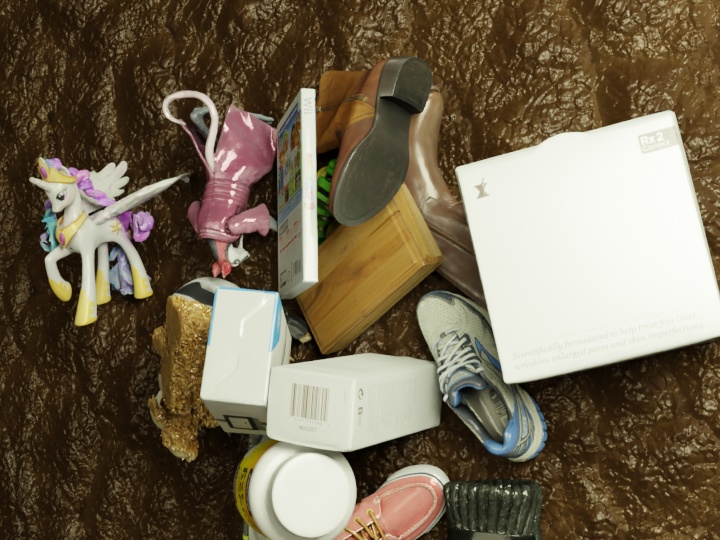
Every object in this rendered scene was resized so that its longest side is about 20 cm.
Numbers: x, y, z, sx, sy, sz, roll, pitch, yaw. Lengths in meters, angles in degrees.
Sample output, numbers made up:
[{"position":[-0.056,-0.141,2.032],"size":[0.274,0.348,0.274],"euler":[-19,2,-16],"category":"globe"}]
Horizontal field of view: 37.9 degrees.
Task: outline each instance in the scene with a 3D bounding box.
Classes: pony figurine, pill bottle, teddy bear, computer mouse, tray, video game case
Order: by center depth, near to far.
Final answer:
[{"position":[-0.068,0.226,1.073],"size":[0.200,0.108,0.111],"euler":[144,118,-74],"category":"pill bottle"},{"position":[0.000,0.000,1.132],"size":[0.200,0.037,0.099],"euler":[-44,66,44],"category":"tray"},{"position":[-0.070,-0.078,1.136],"size":[0.143,0.018,0.203],"euler":[150,120,-73],"category":"video game case"},{"position":[-0.195,0.123,1.203],"size":[0.145,0.066,0.203],"euler":[28,116,55],"category":"teddy bear"},{"position":[-0.145,0.037,1.230],"size":[0.198,0.109,0.044],"euler":[11,75,40],"category":"computer mouse"},{"position":[-0.318,-0.057,1.300],"size":[0.165,0.192,0.203],"euler":[4,109,35],"category":"pony figurine"}]

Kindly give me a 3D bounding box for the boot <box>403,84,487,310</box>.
[{"position":[0.113,-0.070,1.081],"size":[0.199,0.064,0.188],"euler":[32,118,32],"category":"boot"}]

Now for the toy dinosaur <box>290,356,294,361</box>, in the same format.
[{"position":[-0.165,0.113,1.267],"size":[0.199,0.060,0.107],"euler":[-39,81,24],"category":"toy dinosaur"}]

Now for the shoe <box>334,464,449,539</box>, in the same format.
[{"position":[0.008,0.283,1.109],"size":[0.199,0.091,0.072],"euler":[-37,88,23],"category":"shoe"}]

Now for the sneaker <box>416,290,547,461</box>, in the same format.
[{"position":[0.114,0.102,1.063],"size":[0.077,0.085,0.201],"euler":[-43,67,23],"category":"sneaker"}]

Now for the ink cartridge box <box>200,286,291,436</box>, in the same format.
[{"position":[-0.115,0.105,1.110],"size":[0.067,0.200,0.118],"euler":[5,71,3],"category":"ink cartridge box"}]

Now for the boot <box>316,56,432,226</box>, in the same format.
[{"position":[-0.025,-0.137,1.109],"size":[0.199,0.068,0.191],"euler":[6,77,58],"category":"boot"}]

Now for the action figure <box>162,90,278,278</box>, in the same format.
[{"position":[-0.150,-0.092,1.209],"size":[0.132,0.149,0.203],"euler":[-2,73,26],"category":"action figure"}]

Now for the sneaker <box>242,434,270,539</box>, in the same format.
[{"position":[-0.091,0.223,1.208],"size":[0.075,0.075,0.203],"euler":[2,89,6],"category":"sneaker"}]

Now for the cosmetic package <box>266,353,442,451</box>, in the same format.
[{"position":[0.000,0.130,1.066],"size":[0.101,0.199,0.075],"euler":[5,91,31],"category":"cosmetic package"}]

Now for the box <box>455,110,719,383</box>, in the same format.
[{"position":[0.208,-0.014,0.952],"size":[0.196,0.131,0.203],"euler":[-14,81,14],"category":"box"}]

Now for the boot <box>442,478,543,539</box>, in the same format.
[{"position":[0.088,0.293,1.060],"size":[0.208,0.079,0.160],"euler":[-8,89,8],"category":"boot"}]

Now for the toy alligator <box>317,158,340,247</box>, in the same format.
[{"position":[-0.027,-0.098,1.176],"size":[0.059,0.054,0.202],"euler":[35,107,27],"category":"toy alligator"}]
